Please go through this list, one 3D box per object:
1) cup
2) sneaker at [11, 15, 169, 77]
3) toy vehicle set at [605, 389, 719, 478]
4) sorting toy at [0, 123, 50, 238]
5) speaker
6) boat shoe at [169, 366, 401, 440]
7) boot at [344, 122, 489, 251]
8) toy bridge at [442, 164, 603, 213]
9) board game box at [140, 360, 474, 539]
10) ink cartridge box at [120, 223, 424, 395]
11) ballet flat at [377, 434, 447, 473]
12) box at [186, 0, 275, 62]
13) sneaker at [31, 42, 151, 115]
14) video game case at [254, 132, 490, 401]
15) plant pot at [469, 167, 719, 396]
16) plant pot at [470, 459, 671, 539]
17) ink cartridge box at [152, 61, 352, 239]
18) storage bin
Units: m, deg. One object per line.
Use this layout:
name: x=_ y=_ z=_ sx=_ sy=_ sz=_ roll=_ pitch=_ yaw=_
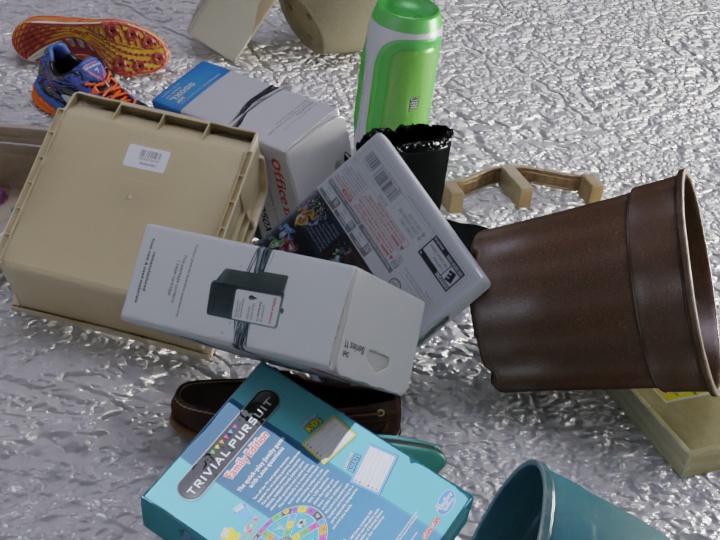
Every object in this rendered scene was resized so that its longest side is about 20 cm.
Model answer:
cup: x=-0.026 y=-0.374 z=1.856 sx=0.143 sy=0.201 sz=0.200 roll=-37 pitch=48 yaw=-16
sneaker: x=-0.339 y=-0.294 z=1.748 sx=0.198 sy=0.074 sz=0.077 roll=10 pitch=22 yaw=-2
toy vehicle set: x=0.299 y=0.110 z=1.297 sx=0.123 sy=0.027 sz=0.200 roll=-7 pitch=35 yaw=-23
sorting toy: x=-0.390 y=-0.064 z=1.355 sx=0.198 sy=0.108 sz=0.181 roll=6 pitch=42 yaw=14
speaker: x=0.041 y=-0.207 z=1.570 sx=0.087 sy=0.202 sz=0.089 roll=6 pitch=32 yaw=-4
boat shoe: x=-0.063 y=0.114 z=1.170 sx=0.198 sy=0.071 sz=0.071 roll=7 pitch=33 yaw=0
boot: x=0.069 y=-0.067 z=1.392 sx=0.197 sy=0.164 sz=0.073 roll=-11 pitch=29 yaw=-29
toy bridge: x=0.178 y=-0.098 z=1.594 sx=0.198 sy=0.027 sz=0.067 roll=-4 pitch=32 yaw=-18
board game box: x=-0.039 y=0.179 z=1.028 sx=0.199 sy=0.047 sz=0.151 roll=31 pitch=55 yaw=17
ink cartridge box: x=-0.066 y=0.032 z=1.108 sx=0.198 sy=0.084 sz=0.146 roll=12 pitch=-7 yaw=27
ballet flat: x=-0.031 y=0.167 z=1.113 sx=0.198 sy=0.068 sz=0.071 roll=7 pitch=56 yaw=-1
box: x=-0.141 y=-0.384 z=1.798 sx=0.077 sy=0.200 sz=0.095 roll=30 pitch=30 yaw=-15
sneaker: x=-0.310 y=-0.204 z=1.603 sx=0.199 sy=0.079 sz=0.075 roll=25 pitch=37 yaw=25
video game case: x=0.000 y=0.000 z=1.254 sx=0.023 sy=0.182 sz=0.201 roll=34 pitch=18 yaw=-54
plant pot: x=0.210 y=0.023 z=1.237 sx=0.196 sy=0.202 sz=0.201 roll=-8 pitch=27 yaw=20
plant pot: x=0.161 y=0.254 z=0.905 sx=0.187 sy=0.201 sz=0.201 roll=23 pitch=32 yaw=-4
ink cartridge box: x=-0.103 y=-0.112 z=1.407 sx=0.199 sy=0.145 sz=0.084 roll=23 pitch=52 yaw=37
storage bin: x=-0.208 y=-0.047 z=1.282 sx=0.198 sy=0.094 sz=0.200 roll=13 pitch=64 yaw=9
